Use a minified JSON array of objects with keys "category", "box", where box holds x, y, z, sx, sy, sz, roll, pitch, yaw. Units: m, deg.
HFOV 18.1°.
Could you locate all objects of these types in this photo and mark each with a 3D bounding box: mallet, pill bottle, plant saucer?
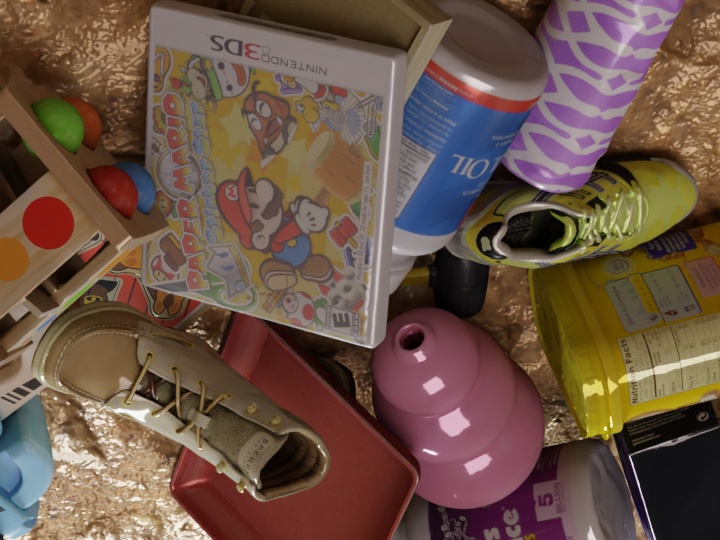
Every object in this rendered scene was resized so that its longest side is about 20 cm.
[{"category":"mallet","box":[0.000,0.000,1.639,0.199,0.041,0.066,1,129,-15]},{"category":"pill bottle","box":[0.036,-0.082,1.532,0.112,0.113,0.201,14,126,-25]},{"category":"plant saucer","box":[-0.044,0.154,1.681,0.037,0.200,0.200,-19,142,-45]},{"category":"pill bottle","box":[0.107,0.205,1.775,0.199,0.113,0.112,-15,134,23]}]

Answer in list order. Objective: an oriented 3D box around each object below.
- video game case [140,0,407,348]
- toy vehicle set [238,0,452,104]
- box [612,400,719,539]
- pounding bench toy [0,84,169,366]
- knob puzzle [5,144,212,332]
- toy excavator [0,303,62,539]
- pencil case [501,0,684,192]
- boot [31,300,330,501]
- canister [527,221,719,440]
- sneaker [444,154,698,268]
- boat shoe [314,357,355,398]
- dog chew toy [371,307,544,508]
[{"category":"video game case","box":[-0.061,-0.064,1.478,0.181,0.023,0.201,15,115,23]},{"category":"toy vehicle set","box":[-0.036,-0.121,1.482,0.026,0.124,0.201,-25,151,-54]},{"category":"box","box":[0.243,0.147,1.761,0.078,0.142,0.201,-17,132,5]},{"category":"pounding bench toy","box":[-0.242,-0.062,1.458,0.156,0.124,0.200,-41,90,8]},{"category":"knob puzzle","box":[-0.188,0.007,1.604,0.218,0.031,0.221,-8,131,-9]},{"category":"toy excavator","box":[-0.262,0.101,1.621,0.199,0.100,0.195,-32,131,9]},{"category":"pencil case","box":[0.160,-0.148,1.534,0.085,0.084,0.201,-31,155,-54]},{"category":"boot","box":[-0.121,0.094,1.575,0.200,0.154,0.072,19,104,-55]},{"category":"canister","box":[0.239,0.034,1.660,0.199,0.149,0.087,-14,130,-5]},{"category":"sneaker","box":[0.156,-0.033,1.610,0.199,0.076,0.076,-12,112,-19]},{"category":"boat shoe","box":[-0.035,0.148,1.749,0.072,0.072,0.201,-16,131,-43]},{"category":"dog chew toy","box":[0.063,0.094,1.662,0.124,0.125,0.200,-23,147,6]}]
